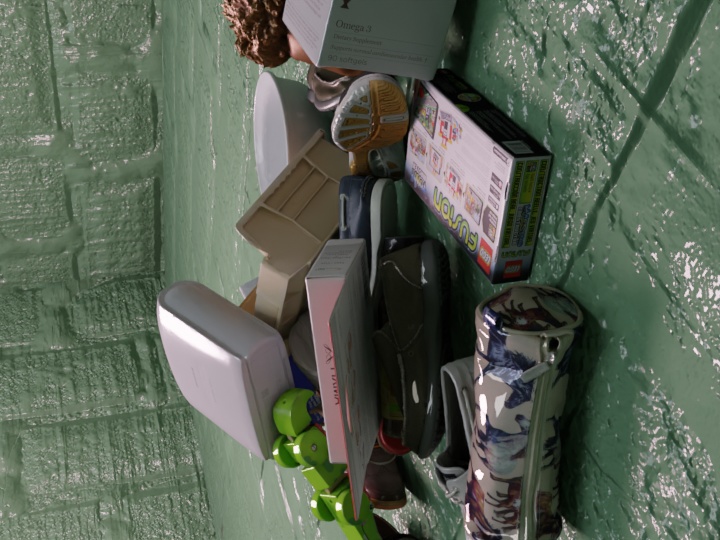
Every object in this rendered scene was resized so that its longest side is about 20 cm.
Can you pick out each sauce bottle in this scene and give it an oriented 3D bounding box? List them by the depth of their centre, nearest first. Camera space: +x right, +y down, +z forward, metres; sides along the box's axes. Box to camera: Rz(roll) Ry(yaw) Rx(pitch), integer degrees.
[{"bbox_3d":[0.047,0.067,0.893,0.065,0.064,0.204,-175,81,-72],"label":"sauce bottle"}]

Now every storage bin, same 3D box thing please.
[{"bbox_3d":[-0.075,-0.019,1.034,0.199,0.093,0.201,-53,-11,-37],"label":"storage bin"}]

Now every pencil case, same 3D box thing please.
[{"bbox_3d":[0.121,0.117,0.659,0.090,0.076,0.204,-88,-1,-71],"label":"pencil case"}]

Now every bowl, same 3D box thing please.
[{"bbox_3d":[-0.081,-0.166,1.176,0.201,0.089,0.205,173,90,-72],"label":"bowl"}]

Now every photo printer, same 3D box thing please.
[{"bbox_3d":[-0.161,0.109,1.017,0.199,0.069,0.169,27,137,40],"label":"photo printer"}]

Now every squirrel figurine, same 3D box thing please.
[{"bbox_3d":[-0.060,-0.296,0.859,0.187,0.196,0.144,73,-173,-61],"label":"squirrel figurine"}]

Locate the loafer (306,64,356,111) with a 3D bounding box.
[{"bbox_3d":[-0.026,-0.226,1.009,0.200,0.074,0.071,-143,45,-66],"label":"loafer"}]

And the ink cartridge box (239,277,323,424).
[{"bbox_3d":[-0.105,0.134,1.306,0.201,0.040,0.200,65,175,-34],"label":"ink cartridge box"}]

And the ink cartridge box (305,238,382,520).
[{"bbox_3d":[-0.019,0.096,0.818,0.177,0.044,0.203,-66,-28,-64],"label":"ink cartridge box"}]

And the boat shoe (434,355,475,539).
[{"bbox_3d":[0.098,0.174,0.768,0.072,0.065,0.204,-142,49,-65],"label":"boat shoe"}]

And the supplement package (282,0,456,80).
[{"bbox_3d":[0.019,-0.281,0.738,0.118,0.115,0.203,-120,39,-50],"label":"supplement package"}]

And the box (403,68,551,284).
[{"bbox_3d":[0.092,-0.088,0.751,0.201,0.034,0.112,-121,30,-53],"label":"box"}]

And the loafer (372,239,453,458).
[{"bbox_3d":[0.049,0.073,0.828,0.075,0.068,0.204,3,-93,-72],"label":"loafer"}]

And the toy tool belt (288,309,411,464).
[{"bbox_3d":[-0.003,0.132,1.011,0.201,0.124,0.123,53,165,15],"label":"toy tool belt"}]

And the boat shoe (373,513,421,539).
[{"bbox_3d":[0.050,0.327,0.978,0.200,0.072,0.066,37,127,54],"label":"boat shoe"}]

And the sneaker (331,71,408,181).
[{"bbox_3d":[0.009,-0.159,0.868,0.200,0.074,0.089,87,-179,-75],"label":"sneaker"}]

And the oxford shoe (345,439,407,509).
[{"bbox_3d":[0.007,0.215,1.062,0.200,0.070,0.074,-131,44,-61],"label":"oxford shoe"}]

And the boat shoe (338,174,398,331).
[{"bbox_3d":[0.000,0.000,0.927,0.075,0.061,0.203,-37,-49,-59],"label":"boat shoe"}]

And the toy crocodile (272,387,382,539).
[{"bbox_3d":[-0.035,0.222,0.964,0.202,0.062,0.067,57,146,-8],"label":"toy crocodile"}]
